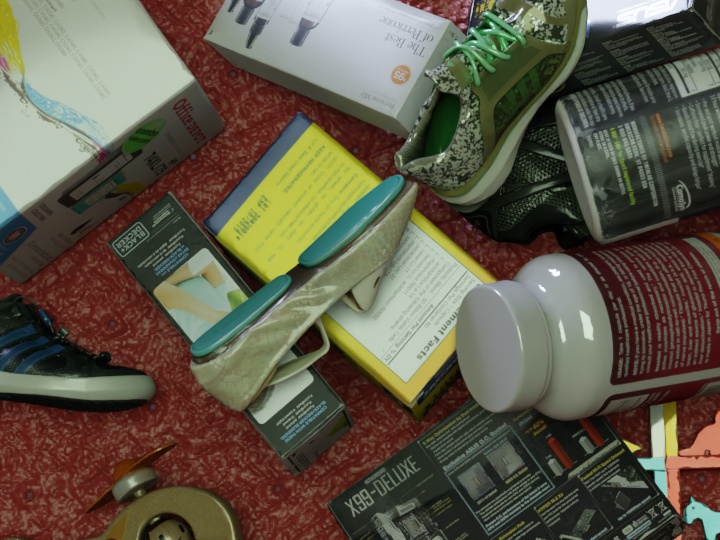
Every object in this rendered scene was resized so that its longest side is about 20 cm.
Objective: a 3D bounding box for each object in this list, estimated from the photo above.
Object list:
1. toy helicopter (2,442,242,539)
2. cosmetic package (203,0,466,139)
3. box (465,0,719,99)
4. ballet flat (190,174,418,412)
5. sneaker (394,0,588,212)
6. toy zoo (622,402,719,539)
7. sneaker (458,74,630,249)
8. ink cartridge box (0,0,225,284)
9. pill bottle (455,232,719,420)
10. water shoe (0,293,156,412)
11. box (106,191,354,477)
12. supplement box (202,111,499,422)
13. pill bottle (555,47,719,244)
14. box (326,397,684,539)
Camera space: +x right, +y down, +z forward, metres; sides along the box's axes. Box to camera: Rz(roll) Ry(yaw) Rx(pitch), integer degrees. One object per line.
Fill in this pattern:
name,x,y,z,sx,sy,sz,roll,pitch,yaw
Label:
toy helicopter,-0.180,0.197,1.489,0.198,0.079,0.134,-8,86,16
cosmetic package,-0.017,-0.165,1.502,0.199,0.051,0.083,25,84,37
box,0.168,-0.206,1.462,0.199,0.049,0.163,-15,52,37
ballet flat,-0.028,0.018,1.406,0.200,0.067,0.062,-40,107,-2
sneaker,0.085,-0.134,1.394,0.077,0.088,0.201,34,107,34
toy zoo,0.219,0.142,1.488,0.130,0.020,0.202,-1,80,5
sneaker,0.160,-0.093,1.508,0.199,0.076,0.114,-43,81,0
ink cartridge box,-0.225,-0.117,1.506,0.199,0.147,0.146,-37,79,-1
pill bottle,0.170,0.039,1.407,0.198,0.113,0.114,-7,78,-28
water shoe,-0.246,0.056,1.517,0.198,0.072,0.080,6,79,5
box,-0.090,0.048,1.484,0.060,0.117,0.200,-39,78,-5
supplement box,0.000,0.000,1.486,0.200,0.110,0.109,41,86,11
pill bottle,0.240,-0.095,1.411,0.198,0.106,0.107,-17,79,2
box,0.100,0.173,1.445,0.199,0.050,0.158,-36,65,-3
